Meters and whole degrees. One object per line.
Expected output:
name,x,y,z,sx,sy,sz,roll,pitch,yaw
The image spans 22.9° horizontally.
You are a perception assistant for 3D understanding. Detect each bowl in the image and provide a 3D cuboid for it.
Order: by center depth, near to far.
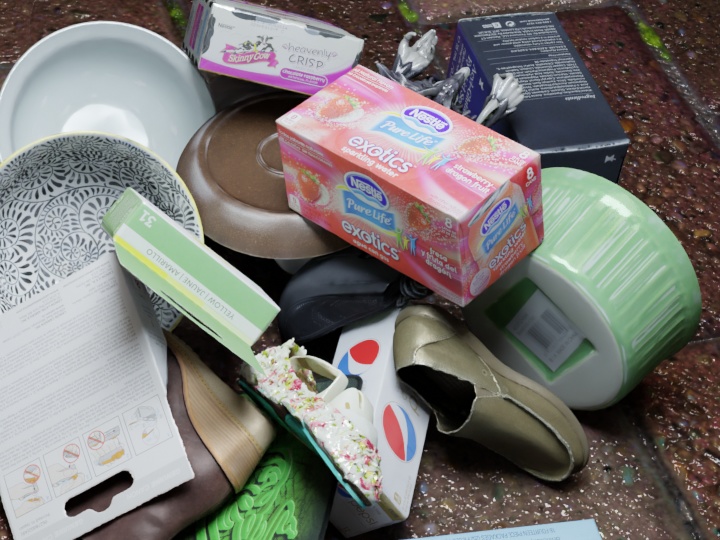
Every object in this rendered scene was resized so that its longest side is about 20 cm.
bowl,-0.239,-0.022,1.513,0.200,0.201,0.094,-5,9,-14
bowl,-0.232,-0.120,1.620,0.201,0.090,0.202,1,84,-11

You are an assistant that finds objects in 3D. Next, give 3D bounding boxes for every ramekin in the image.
ramekin,0.177,0.022,1.496,0.200,0.200,0.098,32,56,22

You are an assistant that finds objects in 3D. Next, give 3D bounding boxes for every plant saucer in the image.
plant saucer,-0.062,-0.092,1.536,0.200,0.032,0.200,-1,48,1

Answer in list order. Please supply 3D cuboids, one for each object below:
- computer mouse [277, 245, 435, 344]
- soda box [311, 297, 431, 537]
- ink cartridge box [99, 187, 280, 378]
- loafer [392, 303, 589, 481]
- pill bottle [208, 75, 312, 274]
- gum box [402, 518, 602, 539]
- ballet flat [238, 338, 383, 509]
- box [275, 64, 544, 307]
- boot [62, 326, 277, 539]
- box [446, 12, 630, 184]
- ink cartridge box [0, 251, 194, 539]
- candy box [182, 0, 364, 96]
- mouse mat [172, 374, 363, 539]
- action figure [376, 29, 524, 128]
computer mouse,0.000,0.000,1.502,0.053,0.200,0.139,54,35,-15
soda box,0.013,0.115,1.445,0.064,0.068,0.200,-21,34,30
ink cartridge box,-0.129,0.005,1.394,0.145,0.048,0.200,39,-2,-16
loafer,0.098,0.112,1.440,0.200,0.076,0.067,38,50,-8
pill bottle,-0.074,-0.097,1.635,0.111,0.111,0.200,-18,50,-25
gum box,0.122,0.283,1.320,0.170,0.045,0.200,-4,46,-13
ballet flat,-0.029,0.106,1.346,0.064,0.076,0.200,-42,39,-8
box,0.040,-0.071,1.417,0.200,0.095,0.103,31,54,34
boot,-0.181,0.135,1.397,0.166,0.072,0.200,-43,50,-18
box,0.158,-0.125,1.676,0.104,0.148,0.200,-7,45,-16
ink cartridge box,-0.219,0.109,1.392,0.161,0.050,0.200,-28,69,12
candy box,-0.082,-0.202,1.588,0.136,0.061,0.200,12,9,-11
mouse mat,-0.086,0.161,1.386,0.161,0.008,0.200,-11,40,23
action figure,0.070,-0.151,1.544,0.119,0.200,0.102,36,86,-1
